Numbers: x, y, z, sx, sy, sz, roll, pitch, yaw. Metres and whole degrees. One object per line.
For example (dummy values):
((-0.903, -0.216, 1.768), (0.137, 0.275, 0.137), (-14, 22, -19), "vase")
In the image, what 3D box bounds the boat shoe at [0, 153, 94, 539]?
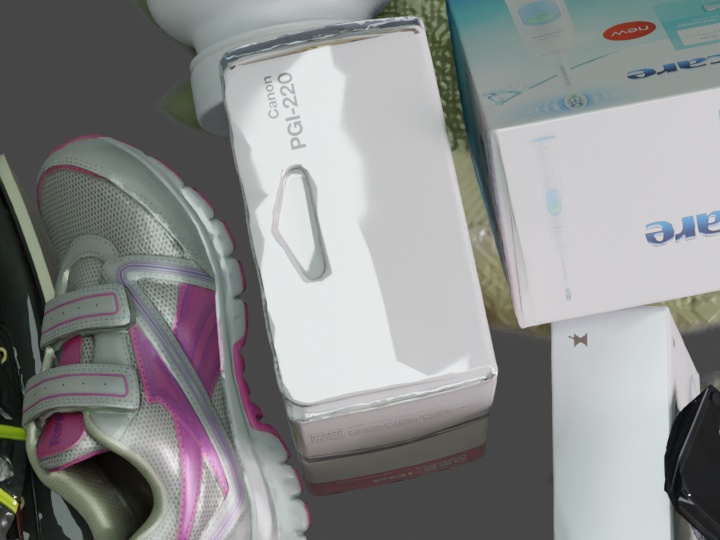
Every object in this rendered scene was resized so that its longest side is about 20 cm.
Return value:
((-0.142, 0.049, 1.154), (0.063, 0.074, 0.202), (-16, 77, 0), "boat shoe")

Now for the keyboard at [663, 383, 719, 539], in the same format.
((0.195, 0.118, 1.029), (0.200, 0.127, 0.021), (42, 123, -5), "keyboard")

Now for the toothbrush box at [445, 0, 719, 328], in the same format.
((0.117, -0.064, 1.097), (0.146, 0.200, 0.086), (-10, 113, 1), "toothbrush box")

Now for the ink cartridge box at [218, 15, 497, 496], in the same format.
((0.000, 0.000, 1.093), (0.084, 0.200, 0.146), (-12, 78, 0), "ink cartridge box")

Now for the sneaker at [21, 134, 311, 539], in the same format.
((-0.091, 0.042, 1.084), (0.088, 0.081, 0.201), (-13, 78, -41), "sneaker")

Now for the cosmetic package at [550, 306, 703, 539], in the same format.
((0.108, 0.126, 1.083), (0.051, 0.151, 0.201), (-3, 78, 13), "cosmetic package")

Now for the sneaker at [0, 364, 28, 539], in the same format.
((-0.186, 0.053, 1.116), (0.075, 0.076, 0.201), (17, 51, -32), "sneaker")

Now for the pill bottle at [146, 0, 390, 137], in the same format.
((-0.043, -0.164, 1.176), (0.112, 0.112, 0.201), (-10, 78, 1), "pill bottle")
